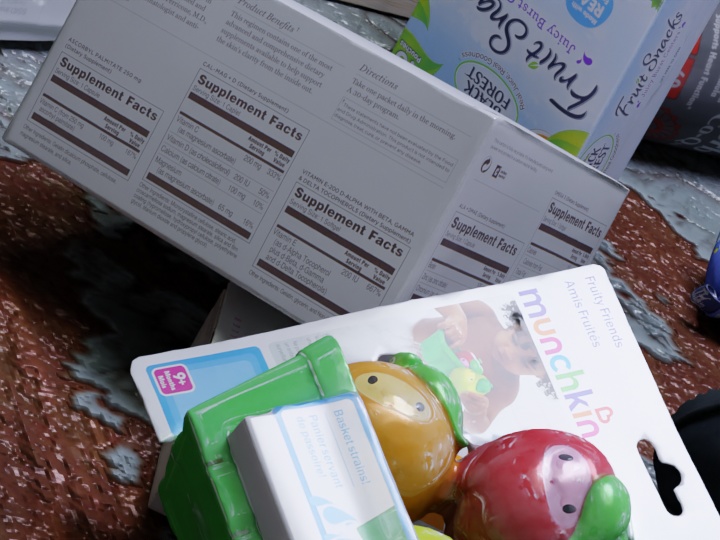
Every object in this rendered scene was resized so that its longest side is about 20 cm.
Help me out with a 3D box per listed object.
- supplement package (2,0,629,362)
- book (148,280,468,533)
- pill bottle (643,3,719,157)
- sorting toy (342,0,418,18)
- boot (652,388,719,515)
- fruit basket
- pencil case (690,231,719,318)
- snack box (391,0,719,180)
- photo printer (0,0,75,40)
[{"bbox_3d":[-0.016,-0.044,1.187,0.200,0.111,0.156,31,5,27],"label":"supplement package"},{"bbox_3d":[0.017,0.095,1.132,0.199,0.048,0.134,26,28,-9],"label":"book"},{"bbox_3d":[0.211,-0.124,1.632,0.199,0.116,0.116,10,31,-31],"label":"pill bottle"},{"bbox_3d":[-0.019,-0.236,1.665,0.199,0.070,0.199,11,30,-31],"label":"sorting toy"},{"bbox_3d":[0.183,0.127,1.170,0.077,0.199,0.168,60,45,-30],"label":"boot"},{"bbox_3d":[0.036,0.086,1.021,0.199,0.094,0.186,-13,61,-16],"label":"fruit basket"},{"bbox_3d":[0.272,0.025,1.458,0.199,0.078,0.087,26,-3,-4],"label":"pencil case"},{"bbox_3d":[0.112,-0.149,1.481,0.053,0.200,0.142,-2,39,-47],"label":"snack box"},{"bbox_3d":[-0.234,-0.193,1.375,0.166,0.070,0.200,-1,37,-44],"label":"photo printer"}]
